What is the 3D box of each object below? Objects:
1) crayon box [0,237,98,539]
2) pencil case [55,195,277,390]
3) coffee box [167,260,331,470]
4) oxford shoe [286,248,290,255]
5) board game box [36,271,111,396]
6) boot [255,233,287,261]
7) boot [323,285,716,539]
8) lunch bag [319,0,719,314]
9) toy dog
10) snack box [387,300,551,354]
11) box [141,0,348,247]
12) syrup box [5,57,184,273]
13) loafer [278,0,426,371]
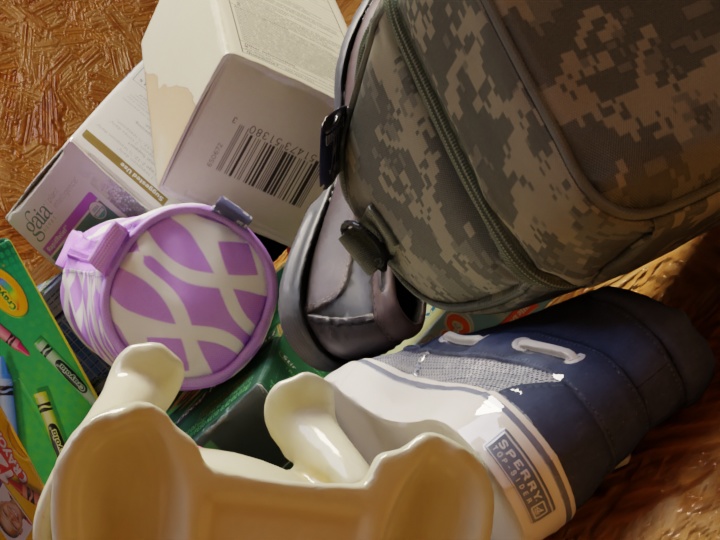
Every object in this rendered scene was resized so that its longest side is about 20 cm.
[{"bbox_3d":[-0.191,0.097,0.917,0.058,0.201,0.118,-29,-1,-43],"label":"crayon box"},{"bbox_3d":[-0.098,0.011,0.788,0.085,0.085,0.200,-68,13,-8],"label":"pencil case"},{"bbox_3d":[-0.062,0.066,0.798,0.123,0.044,0.200,-42,10,17],"label":"coffee box"},{"bbox_3d":[0.023,-0.049,1.024,0.073,0.071,0.200,-47,11,-33],"label":"oxford shoe"},{"bbox_3d":[-0.192,0.072,1.015,0.062,0.200,0.200,-49,12,-28],"label":"board game box"},{"bbox_3d":[-0.071,-0.033,1.055,0.165,0.065,0.201,-52,9,34],"label":"boot"},{"bbox_3d":[0.054,0.050,0.628,0.090,0.073,0.200,-33,12,-15],"label":"boot"},{"bbox_3d":[0.096,-0.070,0.611,0.199,0.140,0.168,-25,-12,-24],"label":"lunch bag"},{"bbox_3d":[-0.050,0.123,0.592,0.138,0.196,0.200,-2,0,-17],"label":"toy dog"},{"bbox_3d":[-0.005,0.071,0.788,0.200,0.037,0.116,-46,12,-9],"label":"snack box"},{"bbox_3d":[-0.055,-0.098,0.862,0.078,0.094,0.200,-60,20,20],"label":"box"},{"bbox_3d":[-0.116,-0.076,0.974,0.079,0.081,0.201,-44,11,37],"label":"syrup box"},{"bbox_3d":[0.023,-0.050,0.724,0.063,0.072,0.202,-10,55,43],"label":"loafer"}]
